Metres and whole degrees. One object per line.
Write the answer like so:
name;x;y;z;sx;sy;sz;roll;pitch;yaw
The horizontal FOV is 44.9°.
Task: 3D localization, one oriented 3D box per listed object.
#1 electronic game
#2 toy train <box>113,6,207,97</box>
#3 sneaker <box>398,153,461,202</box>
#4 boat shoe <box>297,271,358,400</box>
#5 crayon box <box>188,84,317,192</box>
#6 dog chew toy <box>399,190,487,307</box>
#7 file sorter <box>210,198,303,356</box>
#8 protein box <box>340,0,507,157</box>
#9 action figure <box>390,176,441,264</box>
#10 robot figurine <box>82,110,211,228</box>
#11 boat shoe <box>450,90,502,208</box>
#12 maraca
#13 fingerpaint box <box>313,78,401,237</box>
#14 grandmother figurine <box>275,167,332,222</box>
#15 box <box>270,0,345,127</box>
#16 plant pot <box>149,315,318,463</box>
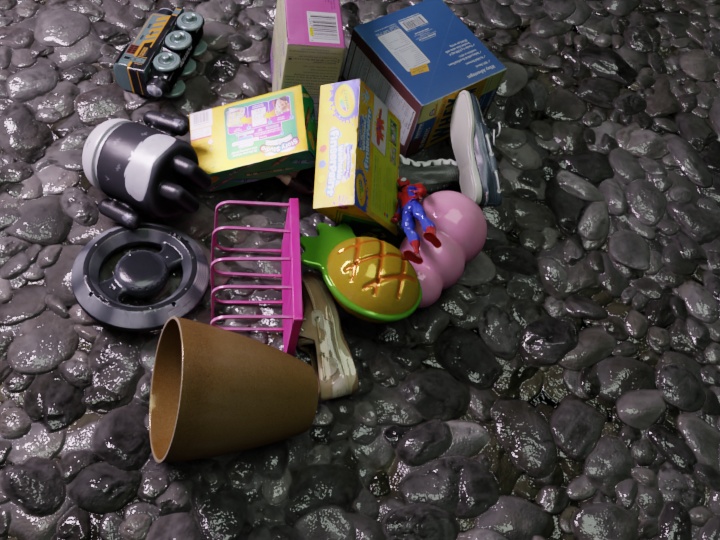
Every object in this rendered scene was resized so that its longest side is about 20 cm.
electronic game;-0.323;0.006;1.286;0.198;0.042;0.201;5;50;-6
toy train;-0.341;-0.379;1.502;0.113;0.085;0.201;13;56;7
sneaker;0.107;-0.142;1.466;0.198;0.067;0.091;8;64;-8
boat shoe;-0.063;0.092;1.275;0.064;0.071;0.201;-13;62;-18
crayon box;-0.170;-0.208;1.385;0.198;0.058;0.120;-12;69;12
dog chew toy;0.116;-0.028;1.366;0.124;0.125;0.201;29;65;6
file sorter;-0.155;0.015;1.263;0.124;0.139;0.201;2;58;-10
protein box;0.108;-0.346;1.546;0.198;0.135;0.200;-28;68;-26
action figure;0.078;-0.089;1.328;0.052;0.065;0.201;33;24;-23
robot figurine;-0.326;-0.154;1.325;0.199;0.125;0.150;22;42;21
boat shoe;0.195;-0.200;1.434;0.061;0.075;0.202;-1;71;-20
maraca;0.000;0.000;1.273;0.200;0.107;0.137;37;44;15
fingerpaint box;-0.003;-0.168;1.360;0.073;0.167;0.202;-4;75;24
grandmother figurine;-0.090;-0.160;1.436;0.121;0.061;0.200;-30;72;-33
box;-0.094;-0.370;1.476;0.096;0.200;0.177;1;58;-12
plant pot;-0.163;0.165;1.160;0.199;0.187;0.188;8;56;-23
